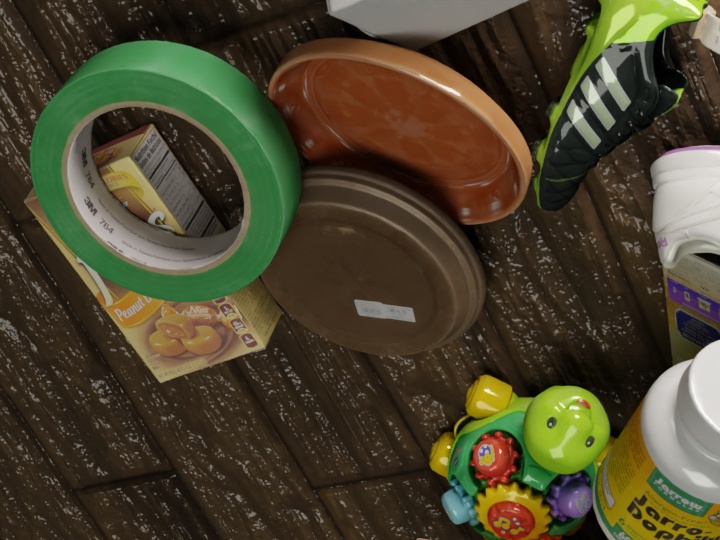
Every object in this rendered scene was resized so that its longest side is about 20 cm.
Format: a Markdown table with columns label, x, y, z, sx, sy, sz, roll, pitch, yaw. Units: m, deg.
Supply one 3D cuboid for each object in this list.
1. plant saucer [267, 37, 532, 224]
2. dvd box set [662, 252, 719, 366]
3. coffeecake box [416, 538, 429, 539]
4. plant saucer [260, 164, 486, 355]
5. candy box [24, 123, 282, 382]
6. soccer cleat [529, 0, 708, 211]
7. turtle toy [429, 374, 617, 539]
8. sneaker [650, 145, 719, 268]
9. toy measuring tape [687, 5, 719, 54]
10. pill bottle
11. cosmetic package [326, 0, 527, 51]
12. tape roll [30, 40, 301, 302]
| label | x | y | z | sx | sy | sz | roll | pitch | yaw |
| --- | --- | --- | --- | --- | --- | --- | --- | --- | --- |
| plant saucer | 0.030 | -0.102 | 1.181 | 0.200 | 0.032 | 0.200 | 22 | 156 | 10 |
| dvd box set | 0.291 | 0.076 | 1.223 | 0.146 | 0.029 | 0.201 | 31 | 143 | 47 |
| coffeecake box | 0.160 | 0.283 | 1.357 | 0.199 | 0.073 | 0.153 | 20 | 168 | -31 |
| plant saucer | 0.000 | 0.000 | 1.287 | 0.199 | 0.030 | 0.200 | 15 | 140 | 13 |
| candy box | -0.167 | -0.010 | 1.341 | 0.115 | 0.055 | 0.200 | -20 | 118 | 29 |
| soccer cleat | 0.176 | -0.115 | 1.142 | 0.081 | 0.068 | 0.200 | 25 | 127 | 9 |
| turtle toy | 0.140 | 0.159 | 1.340 | 0.145 | 0.101 | 0.200 | 26 | 130 | -2 |
| sneaker | 0.300 | -0.035 | 1.140 | 0.199 | 0.100 | 0.075 | 1 | 168 | 25 |
| toy measuring tape | 0.319 | -0.133 | 1.100 | 0.200 | 0.074 | 0.074 | 32 | 133 | 22 |
| pill bottle | 0.247 | 0.133 | 1.196 | 0.112 | 0.113 | 0.200 | 21 | 147 | 2 |
| cosmetic package | 0.080 | -0.218 | 1.060 | 0.199 | 0.074 | 0.102 | -18 | 161 | 32 |
| tape roll | -0.145 | -0.071 | 1.224 | 0.200 | 0.048 | 0.201 | 9 | 127 | 12 |
